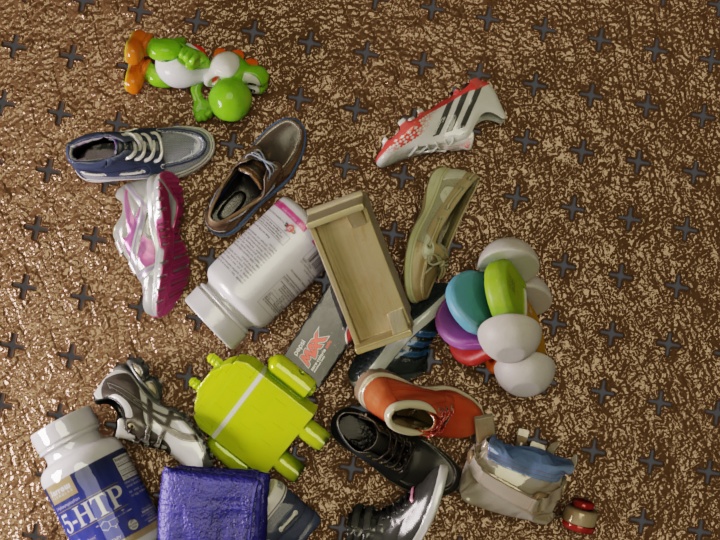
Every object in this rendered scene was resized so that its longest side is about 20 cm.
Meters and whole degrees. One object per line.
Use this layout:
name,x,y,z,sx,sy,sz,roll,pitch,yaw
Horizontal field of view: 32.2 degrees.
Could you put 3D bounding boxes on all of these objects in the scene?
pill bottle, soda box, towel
pill bottle,-0.137,0.005,1.706,0.200,0.113,0.113,-44,87,-6
soda box,-0.031,0.064,1.729,0.071,0.063,0.201,33,85,1
pill bottle,-0.356,0.290,1.668,0.119,0.120,0.201,-29,86,-4
towel,-0.194,0.358,1.626,0.147,0.050,0.201,3,89,-5

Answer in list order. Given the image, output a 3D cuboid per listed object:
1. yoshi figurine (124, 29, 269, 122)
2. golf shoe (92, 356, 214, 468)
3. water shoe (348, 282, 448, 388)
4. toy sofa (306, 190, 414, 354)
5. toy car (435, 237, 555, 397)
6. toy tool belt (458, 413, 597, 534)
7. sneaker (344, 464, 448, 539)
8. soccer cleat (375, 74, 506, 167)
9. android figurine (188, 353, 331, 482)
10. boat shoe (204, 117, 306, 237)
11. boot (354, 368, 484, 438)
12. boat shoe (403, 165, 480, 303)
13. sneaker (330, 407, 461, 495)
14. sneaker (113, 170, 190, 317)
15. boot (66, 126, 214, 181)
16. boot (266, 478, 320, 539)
yoshi figurine,-0.230,-0.263,1.739,0.199,0.112,0.113,10,100,-3
golf shoe,-0.281,0.217,1.690,0.094,0.078,0.200,-36,77,-28
water shoe,0.068,0.102,1.737,0.200,0.071,0.079,-44,117,-9
toy sofa,0.000,0.000,1.655,0.082,0.098,0.201,-20,105,7
toy car,0.177,0.067,1.678,0.149,0.200,0.176,-9,53,17
toy tool belt,0.236,0.274,1.690,0.199,0.125,0.124,15,92,-1
sneaker,0.040,0.330,1.679,0.099,0.071,0.201,29,109,1
soccer cleat,0.114,-0.193,1.759,0.199,0.069,0.085,-34,82,-9
android figurine,-0.142,0.195,1.694,0.200,0.041,0.182,37,109,1
boat shoe,-0.143,-0.131,1.739,0.072,0.072,0.201,34,84,1
boot,0.096,0.197,1.676,0.199,0.107,0.075,16,100,-28
boat shoe,0.111,-0.049,1.727,0.063,0.073,0.202,10,68,21
sneaker,0.048,0.252,1.691,0.199,0.106,0.075,26,84,1
sneaker,-0.293,-0.036,1.727,0.088,0.081,0.201,0,93,21
boot,-0.302,-0.162,1.720,0.199,0.090,0.073,-12,85,-3
boot,-0.146,0.384,1.694,0.090,0.073,0.200,41,96,-16
